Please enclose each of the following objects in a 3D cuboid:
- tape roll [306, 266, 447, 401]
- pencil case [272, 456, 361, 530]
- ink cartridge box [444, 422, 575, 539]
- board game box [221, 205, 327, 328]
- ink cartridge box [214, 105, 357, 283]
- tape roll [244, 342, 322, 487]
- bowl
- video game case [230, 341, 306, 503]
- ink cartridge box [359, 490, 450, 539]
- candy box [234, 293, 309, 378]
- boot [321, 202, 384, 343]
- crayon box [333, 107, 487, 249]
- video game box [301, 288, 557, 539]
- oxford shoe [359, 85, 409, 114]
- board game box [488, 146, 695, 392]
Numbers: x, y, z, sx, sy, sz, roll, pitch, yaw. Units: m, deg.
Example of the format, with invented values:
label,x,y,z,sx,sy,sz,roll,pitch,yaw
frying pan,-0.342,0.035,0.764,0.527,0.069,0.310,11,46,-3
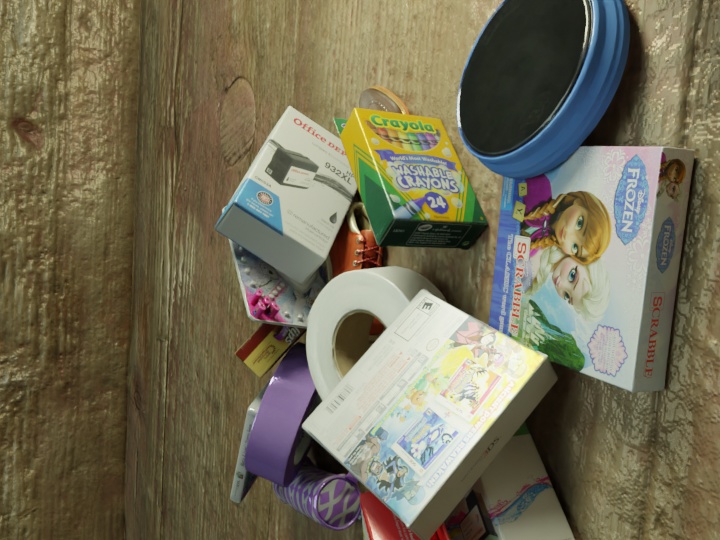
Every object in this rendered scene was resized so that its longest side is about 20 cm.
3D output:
label,x,y,z,sx,sy,sz,roll,pitch,yaw
tape roll,0.024,0.097,0.924,0.201,0.070,0.205,6,99,42
pencil case,-0.070,0.337,1.155,0.200,0.084,0.086,-8,56,61
ink cartridge box,0.131,0.255,0.769,0.145,0.083,0.201,-59,40,47
board game box,-0.090,-0.005,1.078,0.026,0.199,0.201,-46,49,34
ink cartridge box,-0.090,-0.108,1.046,0.084,0.144,0.201,-43,20,51
tape roll,-0.100,0.213,1.111,0.200,0.065,0.202,21,-90,-81
bowl,0.163,-0.189,0.715,0.200,0.039,0.202,-37,45,48
video game case,-0.143,0.236,1.184,0.200,0.023,0.183,-55,-18,-61
ink cartridge box,0.046,0.298,0.752,0.117,0.067,0.201,-114,15,-51
candy box,-0.124,0.097,1.145,0.117,0.056,0.200,-47,-2,-4
boot,0.000,0.000,1.042,0.107,0.074,0.201,-53,43,41
crayon box,0.054,-0.120,0.877,0.052,0.125,0.201,-57,42,44
video game box,0.064,0.131,0.741,0.200,0.047,0.182,-47,38,-11
oxford shoe,0.026,-0.174,0.988,0.072,0.072,0.201,-61,39,43
board game box,0.200,-0.013,0.689,0.199,0.041,0.202,17,105,61
